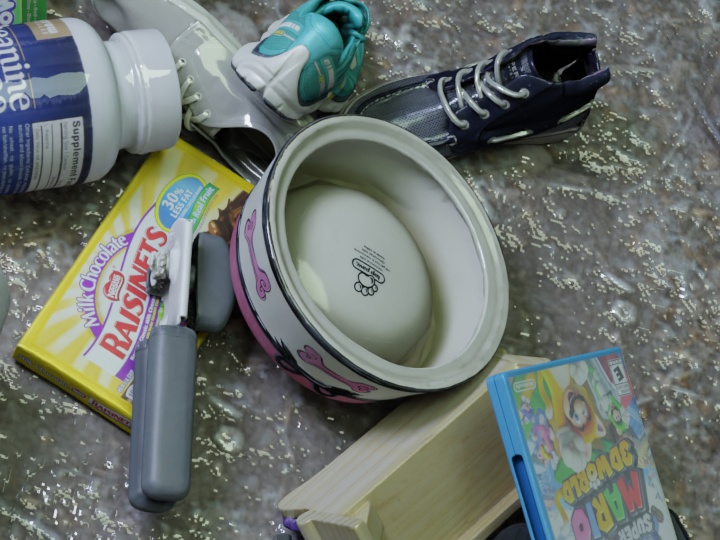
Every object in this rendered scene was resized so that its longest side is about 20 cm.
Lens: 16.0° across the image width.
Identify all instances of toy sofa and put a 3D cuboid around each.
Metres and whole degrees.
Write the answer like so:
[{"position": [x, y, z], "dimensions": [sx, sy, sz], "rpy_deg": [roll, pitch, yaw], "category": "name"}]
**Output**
[{"position": [0.049, 0.140, 1.690], "dimensions": [0.200, 0.098, 0.083], "rpy_deg": [-39, 113, -30], "category": "toy sofa"}]

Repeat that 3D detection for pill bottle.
[{"position": [-0.225, -0.107, 1.695], "dimensions": [0.200, 0.111, 0.111], "rpy_deg": [-10, 68, -21], "category": "pill bottle"}]

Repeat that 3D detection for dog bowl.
[{"position": [0.000, 0.000, 1.713], "dimensions": [0.200, 0.074, 0.200], "rpy_deg": [19, 56, -31], "category": "dog bowl"}]

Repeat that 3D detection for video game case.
[{"position": [0.154, 0.155, 1.662], "dimensions": [0.143, 0.018, 0.200], "rpy_deg": [-9, 81, -53], "category": "video game case"}]

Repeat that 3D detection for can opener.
[{"position": [-0.115, 0.058, 1.658], "dimensions": [0.066, 0.053, 0.200], "rpy_deg": [14, 64, -17], "category": "can opener"}]

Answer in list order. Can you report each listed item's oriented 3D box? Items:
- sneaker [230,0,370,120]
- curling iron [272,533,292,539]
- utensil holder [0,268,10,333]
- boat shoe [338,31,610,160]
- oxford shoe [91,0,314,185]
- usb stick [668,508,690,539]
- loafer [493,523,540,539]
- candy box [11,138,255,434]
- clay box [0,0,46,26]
[{"position": [-0.023, -0.154, 1.761], "dimensions": [0.078, 0.080, 0.200], "rpy_deg": [47, 16, -4], "category": "sneaker"}, {"position": [-0.030, 0.262, 1.633], "dimensions": [0.050, 0.026, 0.200], "rpy_deg": [5, 56, -39], "category": "curling iron"}, {"position": [-0.316, 0.073, 1.547], "dimensions": [0.170, 0.170, 0.200], "rpy_deg": [23, 59, -6], "category": "utensil holder"}, {"position": [0.081, -0.126, 1.817], "dimensions": [0.200, 0.093, 0.075], "rpy_deg": [-13, 70, -24], "category": "boat shoe"}, {"position": [-0.111, -0.128, 1.768], "dimensions": [0.200, 0.075, 0.058], "rpy_deg": [43, 57, -1], "category": "oxford shoe"}, {"position": [0.132, 0.205, 1.707], "dimensions": [0.200, 0.033, 0.056], "rpy_deg": [-15, 71, -24], "category": "usb stick"}, {"position": [0.096, 0.263, 1.636], "dimensions": [0.070, 0.068, 0.201], "rpy_deg": [23, 73, -44], "category": "loafer"}, {"position": [-0.139, 0.007, 1.719], "dimensions": [0.102, 0.026, 0.200], "rpy_deg": [31, 60, 0], "category": "candy box"}, {"position": [-0.300, -0.188, 1.710], "dimensions": [0.200, 0.115, 0.048], "rpy_deg": [-8, 29, -20], "category": "clay box"}]
